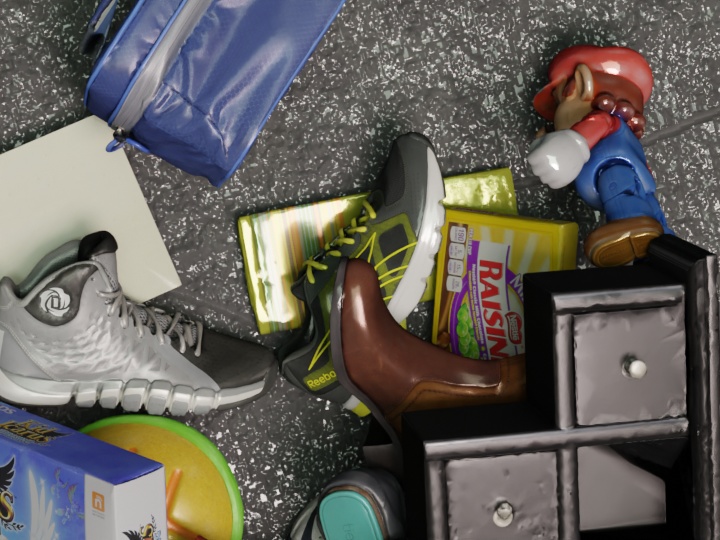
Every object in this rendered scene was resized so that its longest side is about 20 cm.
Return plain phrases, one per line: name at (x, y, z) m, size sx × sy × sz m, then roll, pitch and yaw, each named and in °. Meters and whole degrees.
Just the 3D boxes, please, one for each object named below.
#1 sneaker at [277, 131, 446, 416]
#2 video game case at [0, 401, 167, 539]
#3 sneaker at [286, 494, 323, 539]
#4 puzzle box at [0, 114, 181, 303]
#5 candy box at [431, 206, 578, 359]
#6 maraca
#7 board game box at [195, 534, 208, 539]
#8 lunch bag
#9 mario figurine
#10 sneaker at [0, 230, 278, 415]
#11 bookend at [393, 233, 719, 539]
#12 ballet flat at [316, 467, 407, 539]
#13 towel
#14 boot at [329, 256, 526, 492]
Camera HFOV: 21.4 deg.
sneaker at (0.000, 0.000, 1.294) m, size 0.084 × 0.074 × 0.201 m, roll 13°, pitch 98°, yaw -12°
video game case at (-0.203, 0.189, 1.222) m, size 0.045 × 0.200 × 0.182 m, roll -17°, pitch 114°, yaw -45°
sneaker at (-0.034, 0.226, 1.291) m, size 0.199 × 0.130 × 0.080 m, roll -40°, pitch 99°, yaw -4°
puzzle box at (-0.239, -0.011, 1.304) m, size 0.199 × 0.025 × 0.134 m, roll -23°, pitch 96°, yaw -6°
candy box at (0.095, 0.061, 1.314) m, size 0.102 × 0.026 × 0.201 m, roll 8°, pitch 99°, yaw 34°
maraca at (-0.172, 0.171, 1.287) m, size 0.199 × 0.107 × 0.138 m, roll -17°, pitch 90°, yaw 19°
board game box at (-0.042, 0.258, 1.216) m, size 0.200 × 0.019 × 0.103 m, roll 31°, pitch 114°, yaw -3°
lunch bag at (-0.104, -0.156, 1.255) m, size 0.132 × 0.136 × 0.200 m, roll 34°, pitch 81°, yaw -7°
mario figurine at (0.156, -0.067, 1.295) m, size 0.106 × 0.124 × 0.201 m, roll -4°, pitch 49°, yaw -5°
sneaker at (-0.148, 0.031, 1.270) m, size 0.199 × 0.075 × 0.116 m, roll 0°, pitch 110°, yaw -16°
bookend at (0.112, 0.088, 1.158) m, size 0.198 × 0.092 × 0.201 m, roll -4°, pitch 100°, yaw -9°
ballet flat at (0.019, 0.221, 1.256) m, size 0.073 × 0.073 × 0.201 m, roll -13°, pitch 102°, yaw -7°
towel at (0.016, -0.015, 1.344) m, size 0.199 × 0.018 × 0.086 m, roll -11°, pitch 100°, yaw -8°
boot at (0.088, 0.062, 1.230) m, size 0.199 × 0.069 × 0.189 m, roll -10°, pitch 111°, yaw 14°
